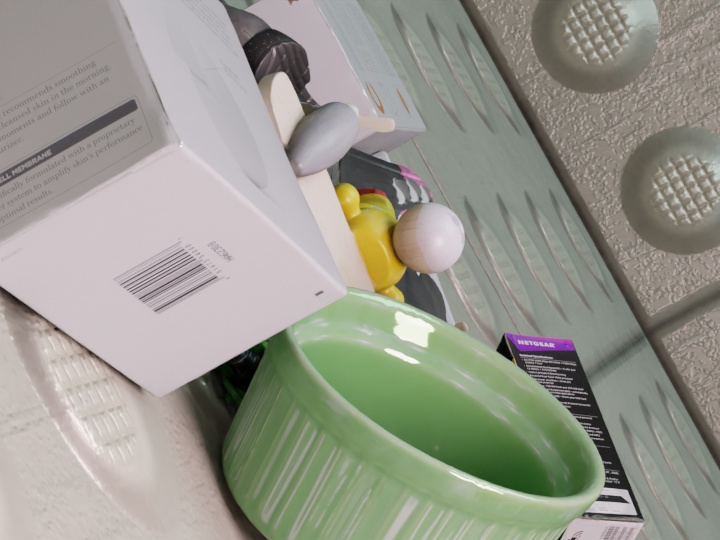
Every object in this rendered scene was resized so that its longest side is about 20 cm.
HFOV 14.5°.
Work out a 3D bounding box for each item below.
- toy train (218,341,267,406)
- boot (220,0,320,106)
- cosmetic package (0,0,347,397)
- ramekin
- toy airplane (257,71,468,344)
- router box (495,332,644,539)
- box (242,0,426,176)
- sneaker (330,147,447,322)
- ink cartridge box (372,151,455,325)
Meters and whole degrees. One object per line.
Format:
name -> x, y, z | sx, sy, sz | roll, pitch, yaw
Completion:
toy train -> -0.059, 0.060, 1.624 | 0.200, 0.042, 0.056 | 53, 2, -35
boot -> -0.090, -0.126, 1.871 | 0.132, 0.070, 0.200 | 38, -26, 24
cosmetic package -> -0.127, -0.073, 1.417 | 0.199, 0.123, 0.200 | 43, 21, -58
ramekin -> 0.023, 0.103, 1.533 | 0.200, 0.098, 0.200 | 26, 19, -10
toy airplane -> -0.005, -0.004, 1.753 | 0.200, 0.141, 0.199 | 56, 19, -58
router box -> 0.090, 0.160, 1.677 | 0.051, 0.200, 0.149 | 5, 41, -22
box -> -0.036, -0.135, 2.087 | 0.124, 0.097, 0.200 | 62, 10, 4
sneaker -> 0.000, 0.000, 1.943 | 0.080, 0.086, 0.200 | 23, 36, -20
ink cartridge box -> 0.051, 0.043, 2.137 | 0.200, 0.043, 0.198 | 66, 2, -55
